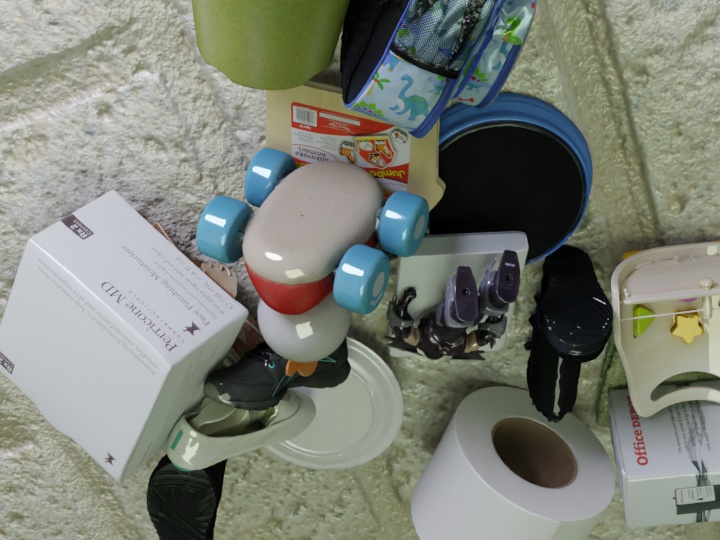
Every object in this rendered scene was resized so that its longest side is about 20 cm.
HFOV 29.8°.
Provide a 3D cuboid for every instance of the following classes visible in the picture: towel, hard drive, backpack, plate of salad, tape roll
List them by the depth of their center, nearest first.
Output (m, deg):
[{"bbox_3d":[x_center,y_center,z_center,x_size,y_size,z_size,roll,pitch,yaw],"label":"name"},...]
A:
[{"bbox_3d":[0.068,-0.223,1.206,0.145,0.184,0.201,21,128,-14],"label":"backpack"},{"bbox_3d":[0.100,0.028,1.442,0.130,0.027,0.201,-3,147,-5],"label":"hard drive"},{"bbox_3d":[0.349,0.108,1.544,0.146,0.037,0.202,6,126,-4],"label":"towel"},{"bbox_3d":[0.172,0.252,1.547,0.200,0.204,0.140,16,126,-12],"label":"tape roll"},{"bbox_3d":[-0.047,0.146,1.561,0.197,0.048,0.203,4,122,7],"label":"plate of salad"}]

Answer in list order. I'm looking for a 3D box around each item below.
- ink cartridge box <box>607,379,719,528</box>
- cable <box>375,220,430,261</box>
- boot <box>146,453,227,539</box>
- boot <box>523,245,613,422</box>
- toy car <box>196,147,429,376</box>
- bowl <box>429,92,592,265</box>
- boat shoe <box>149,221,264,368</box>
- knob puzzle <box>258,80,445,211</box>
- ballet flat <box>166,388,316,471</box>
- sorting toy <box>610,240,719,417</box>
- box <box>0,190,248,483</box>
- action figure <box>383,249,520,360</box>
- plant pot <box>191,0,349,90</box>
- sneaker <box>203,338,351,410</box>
[{"bbox_3d":[0.380,0.199,1.498,0.197,0.147,0.084,-5,126,6],"label":"ink cartridge box"},{"bbox_3d":[0.000,0.000,1.424,0.198,0.051,0.097,-15,135,36],"label":"cable"},{"bbox_3d":[-0.193,0.226,1.541,0.075,0.169,0.202,0,132,0],"label":"boot"},{"bbox_3d":[0.214,0.086,1.433,0.072,0.199,0.165,5,120,-1],"label":"boot"},{"bbox_3d":[-0.047,0.012,1.345,0.182,0.177,0.202,19,133,18],"label":"toy car"},{"bbox_3d":[0.142,-0.085,1.397,0.197,0.040,0.203,0,127,-1],"label":"bowl"},{"bbox_3d":[-0.168,0.025,1.464,0.072,0.075,0.201,-40,113,-17],"label":"boat shoe"},{"bbox_3d":[-0.007,-0.108,1.370,0.216,0.031,0.221,13,138,11],"label":"knob puzzle"},{"bbox_3d":[-0.118,0.156,1.448,0.198,0.069,0.070,-18,139,-40],"label":"ballet flat"},{"bbox_3d":[0.353,0.071,1.444,0.197,0.107,0.183,-6,113,-3],"label":"sorting toy"},{"bbox_3d":[-0.251,0.068,1.387,0.198,0.130,0.201,40,132,10],"label":"box"},{"bbox_3d":[0.099,0.046,1.386,0.128,0.070,0.200,-2,161,-18],"label":"action figure"},{"bbox_3d":[-0.077,-0.268,1.182,0.197,0.202,0.186,5,137,-4],"label":"plant pot"},{"bbox_3d":[-0.087,0.090,1.419,0.075,0.199,0.080,21,112,36],"label":"sneaker"}]
